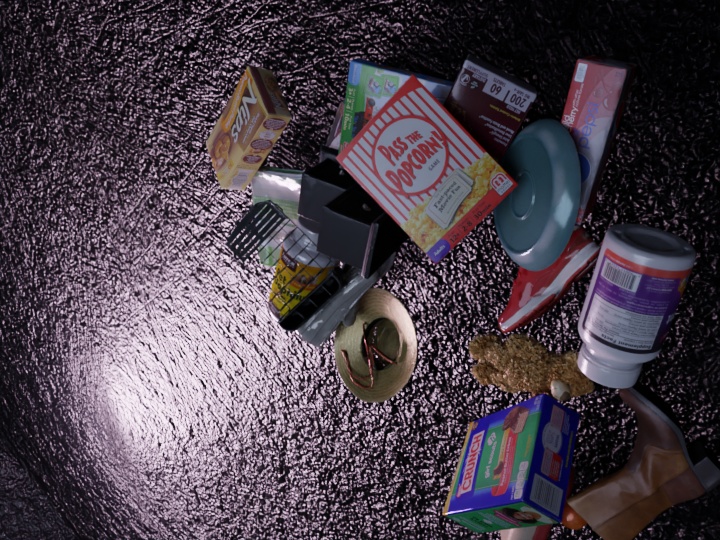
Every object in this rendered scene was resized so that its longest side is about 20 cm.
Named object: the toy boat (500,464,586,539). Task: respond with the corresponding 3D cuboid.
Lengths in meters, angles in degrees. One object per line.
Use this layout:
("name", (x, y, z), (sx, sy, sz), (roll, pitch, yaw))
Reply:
("toy boat", (0.306, 0.382, 1.013), (0.129, 0.131, 0.202), (9, 118, 0))

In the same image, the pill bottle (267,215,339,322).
("pill bottle", (-0.098, 0.000, 1.137), (0.109, 0.109, 0.202), (32, 123, 22))

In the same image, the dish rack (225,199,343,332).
("dish rack", (-0.135, -0.012, 1.048), (0.200, 0.055, 0.153), (45, 120, -7))

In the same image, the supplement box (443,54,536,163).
("supplement box", (0.152, -0.185, 0.887), (0.108, 0.061, 0.201), (26, 119, 1))

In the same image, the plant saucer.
("plant saucer", (0.225, -0.101, 0.838), (0.200, 0.027, 0.203), (-178, 90, -75))

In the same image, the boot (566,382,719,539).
("boot", (0.380, 0.279, 0.903), (0.188, 0.069, 0.200), (46, 111, -2))

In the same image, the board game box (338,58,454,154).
("board game box", (0.067, -0.227, 0.966), (0.198, 0.037, 0.153), (20, 119, 19))

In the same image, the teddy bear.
("teddy bear", (0.256, 0.158, 0.970), (0.198, 0.067, 0.147), (23, 127, 25))

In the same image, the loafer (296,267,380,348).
("loafer", (-0.030, 0.061, 1.080), (0.070, 0.070, 0.200), (40, 120, -12))

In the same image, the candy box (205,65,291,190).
("candy box", (-0.209, -0.255, 1.147), (0.200, 0.055, 0.116), (-45, 59, 39))

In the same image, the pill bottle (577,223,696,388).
("pill bottle", (0.354, 0.050, 0.829), (0.111, 0.111, 0.202), (23, 121, 28))

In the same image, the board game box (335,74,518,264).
("board game box", (0.088, -0.134, 0.844), (0.200, 0.046, 0.152), (45, 104, 1))

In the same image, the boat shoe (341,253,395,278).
("boat shoe", (-0.001, -0.001, 1.107), (0.074, 0.065, 0.203), (44, 128, 14))

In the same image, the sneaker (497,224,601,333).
("sneaker", (0.253, -0.005, 0.923), (0.200, 0.078, 0.116), (-49, 65, 31))

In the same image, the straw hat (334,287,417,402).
("straw hat", (0.047, 0.128, 1.104), (0.199, 0.084, 0.204), (0, 91, 43))

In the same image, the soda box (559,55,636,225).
("soda box", (0.292, -0.168, 0.814), (0.063, 0.070, 0.202), (21, 119, 24))

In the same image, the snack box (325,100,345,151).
("snack box", (-0.033, -0.185, 1.082), (0.072, 0.024, 0.201), (35, 125, 17))

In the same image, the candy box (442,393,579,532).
("candy box", (0.227, 0.298, 0.954), (0.077, 0.170, 0.200), (31, 145, -9))

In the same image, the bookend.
("bookend", (-0.026, -0.100, 0.978), (0.198, 0.199, 0.093), (22, 123, 18))

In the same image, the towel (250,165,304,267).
("towel", (-0.151, -0.095, 1.206), (0.148, 0.031, 0.203), (13, 115, 34))
